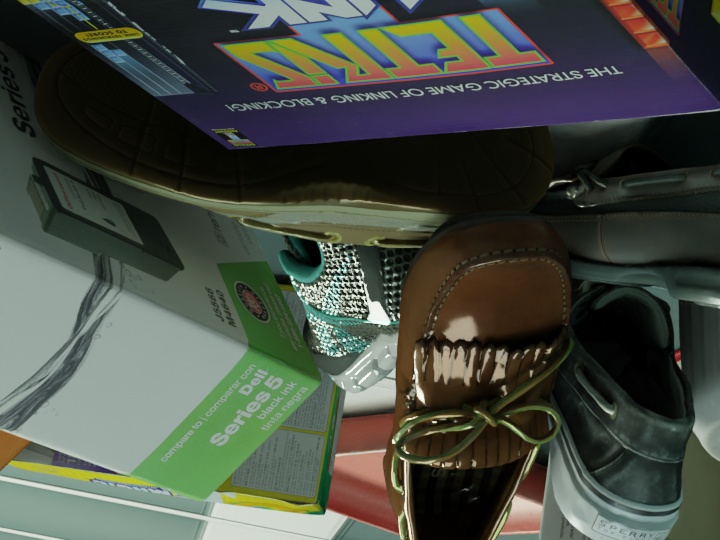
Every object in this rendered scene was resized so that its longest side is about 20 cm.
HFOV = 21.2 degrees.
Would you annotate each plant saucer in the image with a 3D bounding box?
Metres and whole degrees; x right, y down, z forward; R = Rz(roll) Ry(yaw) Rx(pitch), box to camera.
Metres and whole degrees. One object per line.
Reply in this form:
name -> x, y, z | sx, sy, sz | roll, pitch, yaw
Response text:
plant saucer -> 0.033, 0.141, 1.325 | 0.199, 0.037, 0.200 | 25, 156, -37

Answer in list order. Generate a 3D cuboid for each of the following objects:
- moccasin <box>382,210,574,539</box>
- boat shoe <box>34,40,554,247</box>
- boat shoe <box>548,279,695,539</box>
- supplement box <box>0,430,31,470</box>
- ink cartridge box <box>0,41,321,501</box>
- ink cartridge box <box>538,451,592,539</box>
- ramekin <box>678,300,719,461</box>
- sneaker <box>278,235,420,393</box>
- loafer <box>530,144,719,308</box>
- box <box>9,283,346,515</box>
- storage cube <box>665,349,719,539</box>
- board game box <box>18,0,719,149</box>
moccasin -> 0.044, 0.054, 0.770 | 0.073, 0.078, 0.202 | 3, 139, -14
boat shoe -> -0.028, -0.042, 0.752 | 0.200, 0.074, 0.066 | 12, 156, -4
boat shoe -> 0.110, 0.038, 0.829 | 0.072, 0.071, 0.200 | 15, -154, -17
supplement box -> -0.211, 0.001, 0.838 | 0.200, 0.067, 0.069 | 46, 159, -3
ink cartridge box -> -0.129, -0.009, 0.767 | 0.084, 0.146, 0.200 | -44, 136, 18
ink cartridge box -> 0.214, 0.182, 1.175 | 0.200, 0.147, 0.083 | 2, 162, 26
ramekin -> 0.229, 0.038, 0.820 | 0.202, 0.094, 0.202 | 9, 162, 3
sneaker -> 0.000, 0.000, 0.896 | 0.091, 0.078, 0.200 | 40, 162, -7
loafer -> 0.123, -0.022, 0.758 | 0.072, 0.063, 0.200 | 4, -175, -31
box -> -0.108, 0.059, 1.026 | 0.200, 0.118, 0.048 | 8, 166, 7
storage cube -> 0.238, 0.140, 0.996 | 0.179, 0.171, 0.200 | 14, 161, -13
board game box -> -0.005, -0.099, 0.600 | 0.200, 0.057, 0.165 | -2, 157, 34
